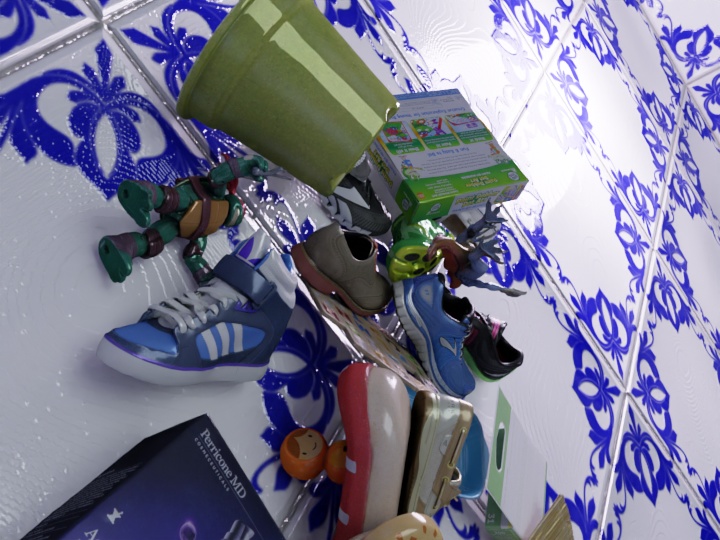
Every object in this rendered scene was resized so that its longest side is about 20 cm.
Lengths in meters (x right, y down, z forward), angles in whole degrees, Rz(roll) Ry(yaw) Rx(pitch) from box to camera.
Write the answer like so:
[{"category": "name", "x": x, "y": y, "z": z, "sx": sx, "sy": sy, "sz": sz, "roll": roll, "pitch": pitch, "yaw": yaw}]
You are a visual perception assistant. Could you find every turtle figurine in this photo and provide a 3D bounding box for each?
[{"category": "turtle figurine", "x": -0.159, "y": -0.050, "z": 0.756, "sx": 0.199, "sy": 0.100, "sz": 0.152, "roll": -14, "pitch": 121, "yaw": -54}]

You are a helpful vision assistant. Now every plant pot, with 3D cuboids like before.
[{"category": "plant pot", "x": -0.064, "y": -0.187, "z": 0.815, "sx": 0.184, "sy": 0.200, "sz": 0.201, "roll": 39, "pitch": 44, "yaw": -6}]

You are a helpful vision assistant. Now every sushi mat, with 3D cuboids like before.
[{"category": "sushi mat", "x": 0.213, "y": 0.380, "z": 0.951, "sx": 0.199, "sy": 0.012, "sz": 0.097, "roll": -37, "pitch": 121, "yaw": -35}]

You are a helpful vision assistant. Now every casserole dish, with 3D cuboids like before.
[{"category": "casserole dish", "x": 0.088, "y": 0.214, "z": 0.939, "sx": 0.199, "sy": 0.039, "sz": 0.123, "roll": 30, "pitch": 51, "yaw": -35}]

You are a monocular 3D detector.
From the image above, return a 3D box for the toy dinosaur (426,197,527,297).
[{"category": "toy dinosaur", "x": 0.132, "y": -0.022, "z": 0.999, "sx": 0.197, "sy": 0.182, "sz": 0.107, "roll": 3, "pitch": 67, "yaw": -22}]

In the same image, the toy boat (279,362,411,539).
[{"category": "toy boat", "x": -0.019, "y": 0.193, "z": 0.771, "sx": 0.131, "sy": 0.128, "sz": 0.204, "roll": -50, "pitch": 148, "yaw": -77}]

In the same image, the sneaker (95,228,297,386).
[{"category": "sneaker", "x": -0.138, "y": 0.024, "z": 0.698, "sx": 0.199, "sy": 0.080, "sz": 0.149, "roll": 12, "pitch": 100, "yaw": -53}]

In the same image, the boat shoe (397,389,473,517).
[{"category": "boat shoe", "x": 0.078, "y": 0.224, "z": 0.817, "sx": 0.065, "sy": 0.203, "sz": 0.074, "roll": 6, "pitch": 28, "yaw": -7}]

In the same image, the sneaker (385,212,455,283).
[{"category": "sneaker", "x": 0.067, "y": -0.033, "z": 1.013, "sx": 0.084, "sy": 0.074, "sz": 0.200, "roll": 45, "pitch": 20, "yaw": 7}]

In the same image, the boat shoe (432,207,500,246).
[{"category": "boat shoe", "x": 0.120, "y": -0.100, "z": 1.116, "sx": 0.200, "sy": 0.071, "sz": 0.070, "roll": 42, "pitch": 69, "yaw": -16}]

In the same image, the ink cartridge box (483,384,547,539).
[{"category": "ink cartridge box", "x": 0.190, "y": 0.267, "z": 0.983, "sx": 0.201, "sy": 0.047, "sz": 0.147, "roll": 53, "pitch": 39, "yaw": -36}]

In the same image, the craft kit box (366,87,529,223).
[{"category": "craft kit box", "x": 0.105, "y": -0.167, "z": 1.053, "sx": 0.197, "sy": 0.049, "sz": 0.199, "roll": -13, "pitch": 55, "yaw": -30}]

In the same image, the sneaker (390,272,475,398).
[{"category": "sneaker", "x": 0.113, "y": 0.085, "z": 0.963, "sx": 0.079, "sy": 0.088, "sz": 0.201, "roll": -95, "pitch": 160, "yaw": -54}]

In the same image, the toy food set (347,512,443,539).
[{"category": "toy food set", "x": 0.011, "y": 0.329, "z": 0.708, "sx": 0.199, "sy": 0.048, "sz": 0.200, "roll": -36, "pitch": 125, "yaw": -18}]

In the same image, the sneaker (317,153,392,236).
[{"category": "sneaker", "x": -0.017, "y": -0.119, "z": 0.951, "sx": 0.200, "sy": 0.090, "sz": 0.067, "roll": 42, "pitch": 44, "yaw": -26}]

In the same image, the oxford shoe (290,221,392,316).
[{"category": "oxford shoe", "x": 0.000, "y": 0.000, "z": 0.893, "sx": 0.071, "sy": 0.074, "sz": 0.199, "roll": 60, "pitch": 16, "yaw": 26}]

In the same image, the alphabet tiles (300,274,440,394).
[{"category": "alphabet tiles", "x": 0.014, "y": 0.078, "z": 0.870, "sx": 0.199, "sy": 0.008, "sz": 0.167, "roll": 39, "pitch": 7, "yaw": -29}]

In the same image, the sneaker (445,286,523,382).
[{"category": "sneaker", "x": 0.157, "y": 0.076, "z": 1.051, "sx": 0.200, "sy": 0.083, "sz": 0.078, "roll": 41, "pitch": 44, "yaw": -26}]

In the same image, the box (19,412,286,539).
[{"category": "box", "x": -0.171, "y": 0.233, "z": 0.586, "sx": 0.149, "sy": 0.104, "sz": 0.200, "roll": 58, "pitch": 40, "yaw": -7}]
